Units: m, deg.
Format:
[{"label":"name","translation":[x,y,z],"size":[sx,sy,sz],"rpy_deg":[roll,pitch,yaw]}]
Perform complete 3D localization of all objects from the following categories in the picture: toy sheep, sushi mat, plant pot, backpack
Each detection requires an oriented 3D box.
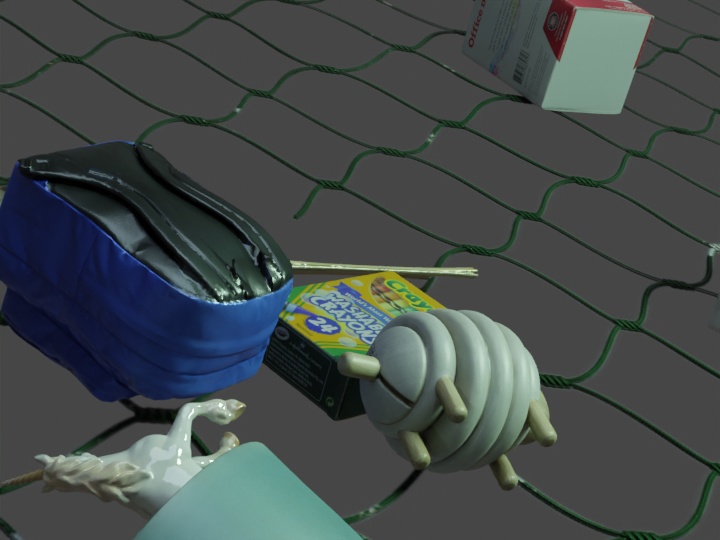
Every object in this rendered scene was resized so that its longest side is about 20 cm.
[{"label":"toy sheep","translation":[0.067,0.092,1.321],"size":[0.199,0.138,0.138],"rpy_deg":[22,16,-37]},{"label":"sushi mat","translation":[0.000,0.000,1.573],"size":[0.199,0.012,0.096],"rpy_deg":[2,-3,-30]},{"label":"plant pot","translation":[-0.050,0.218,0.901],"size":[0.161,0.201,0.200],"rpy_deg":[36,28,15]},{"label":"backpack","translation":[-0.156,0.013,1.299],"size":[0.199,0.169,0.162],"rpy_deg":[31,30,22]}]

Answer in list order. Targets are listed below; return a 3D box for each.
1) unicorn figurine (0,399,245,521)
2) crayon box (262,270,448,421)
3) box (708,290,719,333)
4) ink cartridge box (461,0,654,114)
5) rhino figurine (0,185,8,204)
[{"label":"unicorn figurine","translation":[-0.118,0.146,1.141],"size":[0.200,0.074,0.137],"rpy_deg":[37,41,28]},{"label":"crayon box","translation":[0.015,0.057,1.458],"size":[0.199,0.052,0.126],"rpy_deg":[-9,34,-45]},{"label":"box","translation":[0.485,-0.010,1.723],"size":[0.199,0.200,0.171],"rpy_deg":[27,26,23]},{"label":"ink cartridge box","translation":[0.258,-0.315,2.313],"size":[0.144,0.146,0.200],"rpy_deg":[-1,29,-35]},{"label":"rhino figurine","translation":[-0.330,-0.032,1.418],"size":[0.199,0.060,0.087],"rpy_deg":[-11,21,-44]}]
